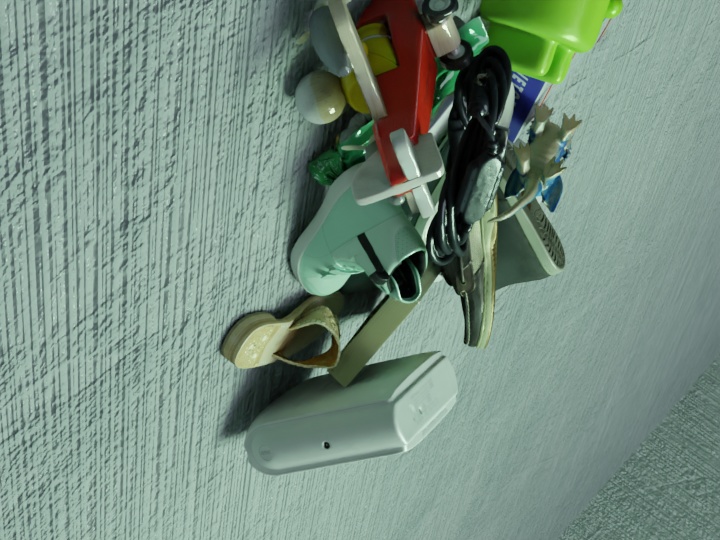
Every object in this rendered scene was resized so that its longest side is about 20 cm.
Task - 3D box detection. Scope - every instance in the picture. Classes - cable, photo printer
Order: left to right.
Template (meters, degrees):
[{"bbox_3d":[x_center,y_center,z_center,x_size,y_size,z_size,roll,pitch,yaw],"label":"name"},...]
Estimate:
[{"bbox_3d":[-0.016,0.150,1.655,0.166,0.198,0.070,-34,108,-60],"label":"photo printer"},{"bbox_3d":[0.090,-0.100,1.416,0.164,0.050,0.201,-88,-171,-45],"label":"cable"}]

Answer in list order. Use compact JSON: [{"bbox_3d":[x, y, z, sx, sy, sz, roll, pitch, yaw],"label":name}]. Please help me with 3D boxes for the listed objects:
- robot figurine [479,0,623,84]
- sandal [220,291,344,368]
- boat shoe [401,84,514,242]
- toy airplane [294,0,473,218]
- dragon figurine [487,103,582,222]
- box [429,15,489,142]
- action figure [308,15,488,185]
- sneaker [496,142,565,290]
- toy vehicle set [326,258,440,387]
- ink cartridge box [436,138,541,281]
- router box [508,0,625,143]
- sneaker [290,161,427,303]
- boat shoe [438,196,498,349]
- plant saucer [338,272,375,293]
[{"bbox_3d":[0.182,-0.281,1.483,0.175,0.115,0.202,10,100,-60],"label":"robot figurine"},{"bbox_3d":[-0.055,0.076,1.588,0.211,0.069,0.078,-12,134,-60],"label":"sandal"},{"bbox_3d":[0.088,-0.114,1.579,0.201,0.061,0.073,-59,150,-17],"label":"boat shoe"},{"bbox_3d":[0.011,-0.135,1.316,0.199,0.139,0.203,-34,121,-70],"label":"toy airplane"},{"bbox_3d":[0.181,-0.100,1.625,0.100,0.058,0.201,94,16,-57],"label":"dragon figurine"},{"bbox_3d":[0.075,-0.162,1.560,0.201,0.039,0.042,-51,159,-11],"label":"box"},{"bbox_3d":[0.031,-0.149,1.462,0.200,0.055,0.118,-43,159,-14],"label":"action figure"},{"bbox_3d":[0.131,-0.065,1.716,0.105,0.201,0.075,-23,-165,25],"label":"sneaker"},{"bbox_3d":[0.035,0.040,1.683,0.124,0.026,0.200,-50,180,21],"label":"toy vehicle set"},{"bbox_3d":[0.140,-0.050,1.836,0.116,0.066,0.201,-12,133,-62],"label":"ink cartridge box"},{"bbox_3d":[0.212,-0.243,1.654,0.180,0.049,0.200,-49,174,-16],"label":"router box"},{"bbox_3d":[0.000,0.000,1.489,0.073,0.119,0.201,-24,160,-26],"label":"sneaker"},{"bbox_3d":[0.109,-0.015,1.657,0.073,0.064,0.202,-88,177,-74],"label":"boat shoe"},{"bbox_3d":[0.046,-0.051,1.665,0.201,0.039,0.202,-45,157,-25],"label":"plant saucer"}]
